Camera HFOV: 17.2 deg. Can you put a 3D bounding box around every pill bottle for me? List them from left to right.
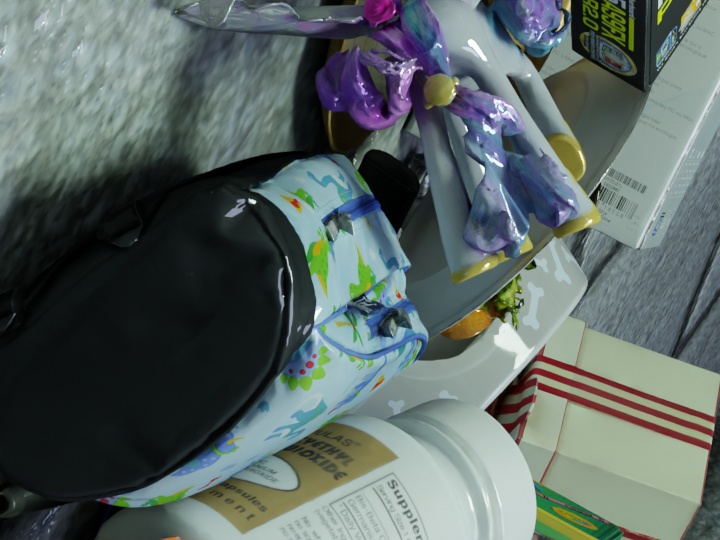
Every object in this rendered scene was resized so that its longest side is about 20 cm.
[{"bbox_3d":[-0.016,0.128,1.073,0.200,0.114,0.114,-21,140,-44],"label":"pill bottle"}]

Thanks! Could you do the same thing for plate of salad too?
[{"bbox_3d":[0.080,-0.033,1.186,0.200,0.048,0.200,-45,-165,16],"label":"plate of salad"}]

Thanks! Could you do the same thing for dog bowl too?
[{"bbox_3d":[0.044,0.048,1.304,0.200,0.059,0.200,-45,-178,2],"label":"dog bowl"}]

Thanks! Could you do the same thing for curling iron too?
[{"bbox_3d":[-0.127,0.086,1.085,0.050,0.026,0.200,-58,168,14],"label":"curling iron"}]

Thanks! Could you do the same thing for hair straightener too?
[{"bbox_3d":[0.000,0.000,1.290,0.077,0.041,0.200,-50,165,-33],"label":"hair straightener"}]

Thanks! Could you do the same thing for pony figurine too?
[{"bbox_3d":[0.031,-0.099,1.009,0.166,0.200,0.193,-23,180,13],"label":"pony figurine"}]

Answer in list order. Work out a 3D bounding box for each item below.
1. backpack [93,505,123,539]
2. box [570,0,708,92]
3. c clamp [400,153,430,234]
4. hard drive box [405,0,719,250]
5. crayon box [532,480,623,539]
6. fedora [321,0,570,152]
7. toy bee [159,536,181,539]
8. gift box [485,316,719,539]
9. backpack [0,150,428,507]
[{"bbox_3d":[-0.077,0.192,1.208,0.168,0.162,0.200,89,19,-73],"label":"backpack"},{"bbox_3d":[0.163,-0.196,1.062,0.200,0.044,0.160,-55,165,-13],"label":"box"},{"bbox_3d":[0.029,0.013,1.461,0.171,0.027,0.200,-56,156,-63],"label":"c clamp"},{"bbox_3d":[0.142,-0.134,1.364,0.200,0.156,0.077,-64,166,10],"label":"hard drive box"},{"bbox_3d":[0.052,0.174,1.529,0.119,0.200,0.058,-65,165,11],"label":"crayon box"},{"bbox_3d":[0.056,-0.136,1.201,0.201,0.082,0.201,-57,166,-23],"label":"fedora"},{"bbox_3d":[-0.169,0.149,0.943,0.109,0.200,0.131,-37,-132,51],"label":"toy bee"},{"bbox_3d":[0.185,0.164,2.006,0.200,0.187,0.185,-69,179,-52],"label":"gift box"},{"bbox_3d":[-0.054,0.019,0.999,0.163,0.154,0.200,-37,-169,19],"label":"backpack"}]
